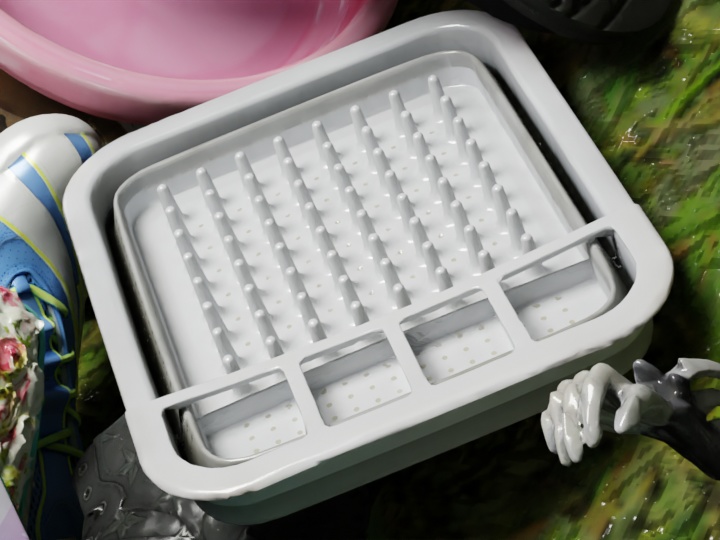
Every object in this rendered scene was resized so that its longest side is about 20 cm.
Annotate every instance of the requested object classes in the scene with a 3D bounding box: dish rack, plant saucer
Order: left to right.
[{"bbox_3d":[-0.083,-0.129,0.953,0.051,0.200,0.201,116,164,-51],"label":"plant saucer"},{"bbox_3d":[0.000,0.000,0.809,0.172,0.044,0.200,-23,39,-2],"label":"dish rack"}]

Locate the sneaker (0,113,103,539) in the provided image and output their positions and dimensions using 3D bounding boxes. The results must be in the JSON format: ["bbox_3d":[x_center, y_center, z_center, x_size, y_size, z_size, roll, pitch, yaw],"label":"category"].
[{"bbox_3d":[-0.117,0.049,0.889,0.105,0.076,0.200,35,112,34],"label":"sneaker"}]

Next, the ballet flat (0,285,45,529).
[{"bbox_3d":[-0.148,0.100,0.827,0.076,0.064,0.200,5,94,42],"label":"ballet flat"}]

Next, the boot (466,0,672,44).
[{"bbox_3d":[-0.006,-0.137,0.866,0.158,0.211,0.079,-21,40,61],"label":"boot"}]

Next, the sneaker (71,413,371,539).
[{"bbox_3d":[-0.067,0.097,0.824,0.200,0.060,0.104,-48,37,-5],"label":"sneaker"}]

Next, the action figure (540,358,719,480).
[{"bbox_3d":[0.112,0.063,0.623,0.119,0.102,0.200,1,64,50],"label":"action figure"}]

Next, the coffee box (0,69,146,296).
[{"bbox_3d":[-0.138,-0.093,1.002,0.080,0.113,0.200,-45,29,51],"label":"coffee box"}]

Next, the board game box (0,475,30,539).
[{"bbox_3d":[-0.148,0.124,0.743,0.200,0.041,0.200,-43,69,51],"label":"board game box"}]
